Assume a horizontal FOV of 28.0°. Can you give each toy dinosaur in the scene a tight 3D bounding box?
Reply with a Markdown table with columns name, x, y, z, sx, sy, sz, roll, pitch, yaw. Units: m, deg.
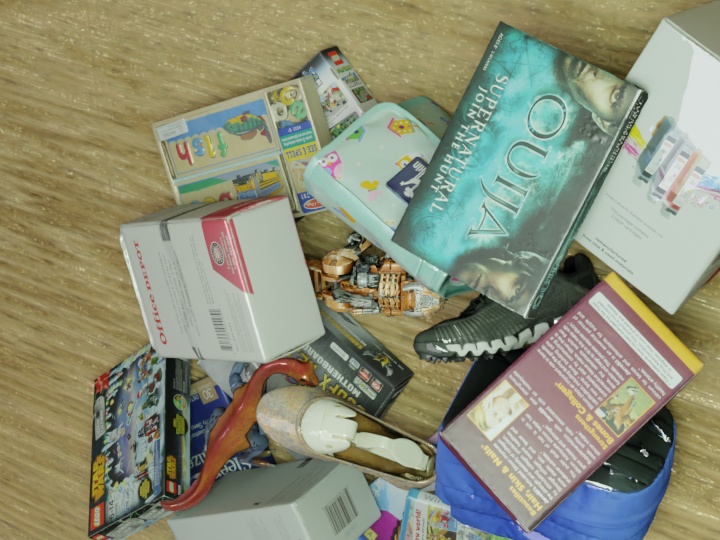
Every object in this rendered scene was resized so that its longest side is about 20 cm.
| name | x | y | z | sx | sy | sz | roll | pitch | yaw |
| --- | --- | --- | --- | --- | --- | --- | --- | --- | --- |
| toy dinosaur | 0.000 | 0.000 | 1.400 | 0.200 | 0.136 | 0.103 | 29 | 120 | 20 |
| toy dinosaur | -0.106 | 0.155 | 1.459 | 0.105 | 0.200 | 0.182 | 29 | 153 | 3 |

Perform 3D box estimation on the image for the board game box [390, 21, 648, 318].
| name | x | y | z | sx | sy | sz | roll | pitch | yaw |
| --- | --- | --- | --- | --- | --- | --- | --- | --- | --- |
| board game box | 0.125 | -0.080 | 1.153 | 0.135 | 0.028 | 0.201 | 30 | 99 | 24 |

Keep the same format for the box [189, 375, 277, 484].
| name | x | y | z | sx | sy | sz | roll | pitch | yaw |
| --- | --- | --- | --- | --- | --- | --- | --- | --- | --- |
| box | -0.153 | 0.220 | 1.633 | 0.121 | 0.032 | 0.201 | -26 | 93 | 35 |

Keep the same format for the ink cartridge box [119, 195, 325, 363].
| name | x | y | z | sx | sy | sz | roll | pitch | yaw |
| --- | --- | --- | --- | --- | --- | --- | --- | --- | --- |
| ink cartridge box | -0.139 | 0.009 | 1.415 | 0.200 | 0.085 | 0.146 | -2 | 107 | 50 |

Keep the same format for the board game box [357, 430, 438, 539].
| name | x | y | z | sx | sy | sz | roll | pitch | yaw |
| --- | --- | --- | --- | --- | --- | --- | --- | --- | --- |
| board game box | 0.094 | 0.281 | 1.495 | 0.200 | 0.041 | 0.199 | 51 | 124 | 7 |

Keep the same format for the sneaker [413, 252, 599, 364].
| name | x | y | z | sx | sy | sz | roll | pitch | yaw |
| --- | --- | --- | --- | --- | --- | --- | --- | --- | --- |
| sneaker | 0.136 | 0.030 | 1.320 | 0.066 | 0.199 | 0.091 | 156 | 102 | -73 |

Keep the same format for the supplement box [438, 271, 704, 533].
| name | x | y | z | sx | sy | sz | roll | pitch | yaw |
| --- | --- | --- | --- | --- | --- | --- | --- | --- | --- |
| supplement box | 0.174 | 0.112 | 1.206 | 0.200 | 0.086 | 0.110 | -42 | 78 | -3 |

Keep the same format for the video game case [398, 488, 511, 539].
| name | x | y | z | sx | sy | sz | roll | pitch | yaw |
| --- | --- | --- | --- | --- | --- | --- | --- | --- | --- |
| video game case | 0.132 | 0.302 | 1.426 | 0.199 | 0.018 | 0.144 | 16 | 123 | 12 |

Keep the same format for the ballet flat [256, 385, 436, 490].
| name | x | y | z | sx | sy | sz | roll | pitch | yaw |
| --- | --- | --- | --- | --- | --- | --- | --- | --- | --- |
| ballet flat | -0.003 | 0.160 | 1.397 | 0.067 | 0.199 | 0.068 | -13 | 58 | 66 |

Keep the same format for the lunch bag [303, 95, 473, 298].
| name | x | y | z | sx | sy | sz | roll | pitch | yaw |
| --- | --- | --- | --- | --- | --- | --- | --- | --- | --- |
| lunch bag | 0.057 | -0.063 | 1.301 | 0.170 | 0.200 | 0.122 | 42 | 116 | 14 |

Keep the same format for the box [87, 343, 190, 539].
| name | x | y | z | sx | sy | sz | roll | pitch | yaw |
| --- | --- | --- | --- | --- | --- | --- | --- | --- | --- |
| box | -0.245 | 0.187 | 1.601 | 0.137 | 0.040 | 0.201 | -33 | 47 | 35 |

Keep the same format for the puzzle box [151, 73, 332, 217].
| name | x | y | z | sx | sy | sz | roll | pitch | yaw |
| --- | --- | --- | --- | --- | --- | --- | --- | --- | --- |
| puzzle box | -0.114 | -0.109 | 1.457 | 0.199 | 0.025 | 0.134 | -13 | 100 | 34 |

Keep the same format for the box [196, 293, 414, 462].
| name | x | y | z | sx | sy | sz | roll | pitch | yaw |
| --- | --- | --- | --- | --- | --- | --- | --- | --- | --- |
| box | -0.062 | 0.104 | 1.526 | 0.200 | 0.048 | 0.159 | 42 | 123 | 13 |

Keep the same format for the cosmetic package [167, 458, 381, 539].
| name | x | y | z | sx | sy | sz | roll | pitch | yaw |
| --- | --- | --- | --- | --- | --- | --- | --- | --- | --- |
| cosmetic package | -0.092 | 0.259 | 1.510 | 0.199 | 0.113 | 0.081 | -14 | 104 | 39 |

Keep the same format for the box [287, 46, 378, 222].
| name | x | y | z | sx | sy | sz | roll | pitch | yaw |
| --- | --- | --- | --- | --- | --- | --- | --- | --- | --- |
| box | -0.064 | -0.122 | 1.459 | 0.200 | 0.035 | 0.110 | -38 | 85 | 35 |

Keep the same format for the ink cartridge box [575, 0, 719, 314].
| name | x | y | z | sx | sy | sz | roll | pitch | yaw |
| --- | --- | --- | --- | --- | --- | --- | --- | --- | --- |
| ink cartridge box | 0.277 | -0.098 | 1.191 | 0.145 | 0.145 | 0.200 | 40 | 122 | 15 |

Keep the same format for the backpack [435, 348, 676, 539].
| name | x | y | z | sx | sy | sz | roll | pitch | yaw |
| --- | --- | --- | --- | --- | --- | --- | --- | --- | --- |
| backpack | 0.187 | 0.176 | 1.337 | 0.199 | 0.163 | 0.168 | 14 | 134 | 18 |
